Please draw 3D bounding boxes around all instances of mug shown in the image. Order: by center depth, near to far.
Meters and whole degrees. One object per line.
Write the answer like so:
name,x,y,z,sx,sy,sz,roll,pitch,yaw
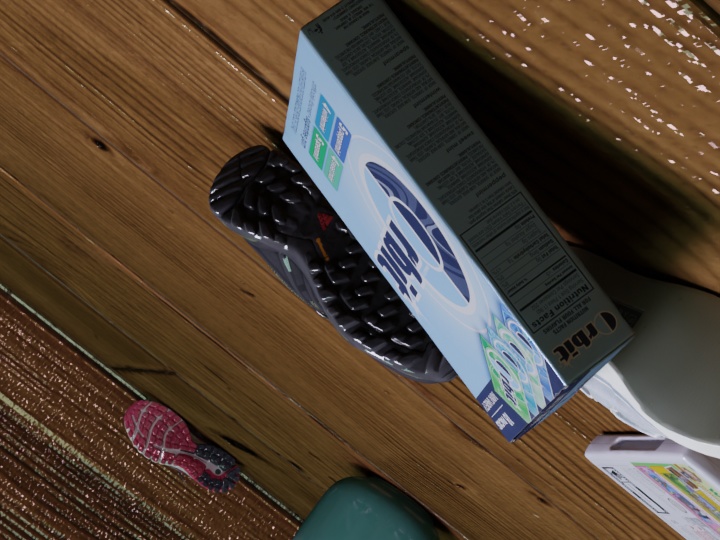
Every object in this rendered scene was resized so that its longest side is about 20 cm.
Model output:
mug,0.005,0.296,2.321,0.185,0.115,0.152,27,165,43

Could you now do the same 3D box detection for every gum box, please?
gum box,0.040,-0.021,0.994,0.200,0.044,0.170,54,168,8

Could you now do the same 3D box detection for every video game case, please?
video game case,0.253,0.172,1.334,0.200,0.022,0.182,39,168,-7

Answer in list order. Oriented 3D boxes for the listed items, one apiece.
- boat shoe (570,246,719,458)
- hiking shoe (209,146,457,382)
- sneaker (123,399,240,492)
boat shoe,0.155,0.048,1.034,0.072,0.070,0.201,45,172,-38
hiking shoe,0.000,0.000,1.277,0.200,0.076,0.101,42,180,24
sneaker,-0.278,0.272,3.149,0.200,0.081,0.075,39,170,-11
